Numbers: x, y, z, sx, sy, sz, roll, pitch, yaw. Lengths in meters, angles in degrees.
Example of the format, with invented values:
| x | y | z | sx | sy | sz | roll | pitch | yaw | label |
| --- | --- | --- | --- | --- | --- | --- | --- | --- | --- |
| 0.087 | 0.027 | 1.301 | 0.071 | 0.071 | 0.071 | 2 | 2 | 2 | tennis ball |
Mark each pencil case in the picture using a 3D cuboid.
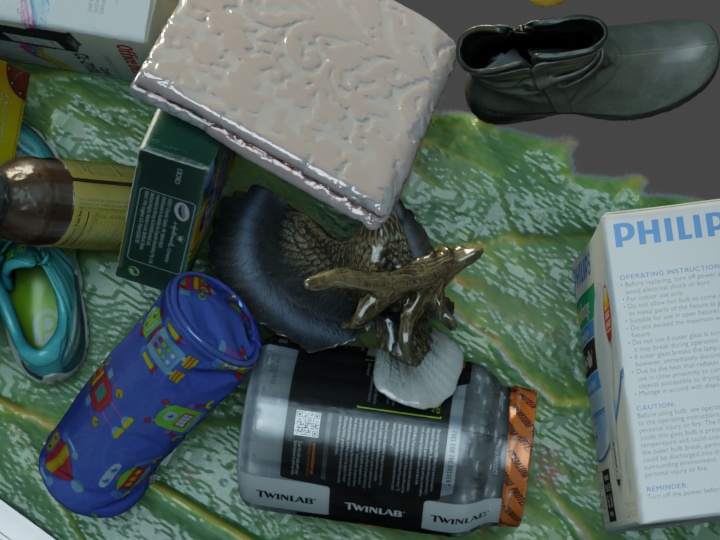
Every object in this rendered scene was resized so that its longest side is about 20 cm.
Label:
| x | y | z | sx | sy | sz | roll | pitch | yaw | label |
| --- | --- | --- | --- | --- | --- | --- | --- | --- | --- |
| -0.143 | 0.090 | 1.358 | 0.086 | 0.200 | 0.078 | 19 | 38 | -31 | pencil case |

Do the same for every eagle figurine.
| x | y | z | sx | sy | sz | roll | pitch | yaw | label |
| --- | --- | --- | --- | --- | --- | --- | --- | --- | --- |
| 0.003 | -0.007 | 1.357 | 0.151 | 0.200 | 0.152 | 35 | 81 | -25 | eagle figurine |

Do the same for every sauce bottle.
| x | y | z | sx | sy | sz | roll | pitch | yaw | label |
| --- | --- | --- | --- | --- | --- | --- | --- | --- | --- |
| -0.213 | -0.048 | 1.377 | 0.064 | 0.199 | 0.065 | -5 | 83 | 43 | sauce bottle |

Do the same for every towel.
| x | y | z | sx | sy | sz | roll | pitch | yaw | label |
| --- | --- | --- | --- | --- | --- | --- | --- | --- | --- |
| -0.039 | -0.135 | 1.322 | 0.190 | 0.032 | 0.201 | 28 | 45 | -5 | towel |

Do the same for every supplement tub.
| x | y | z | sx | sy | sz | roll | pitch | yaw | label |
| --- | --- | --- | --- | --- | --- | --- | --- | --- | --- |
| 0.019 | 0.117 | 1.374 | 0.198 | 0.123 | 0.124 | 8 | 82 | 4 | supplement tub |

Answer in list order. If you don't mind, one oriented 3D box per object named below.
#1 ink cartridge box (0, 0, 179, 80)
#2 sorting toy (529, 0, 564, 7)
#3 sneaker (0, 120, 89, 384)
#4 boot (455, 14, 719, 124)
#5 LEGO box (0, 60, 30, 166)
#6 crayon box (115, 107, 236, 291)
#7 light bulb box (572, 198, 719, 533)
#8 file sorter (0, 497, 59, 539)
| x | y | z | sx | sy | sz | roll | pitch | yaw | label |
| --- | --- | --- | --- | --- | --- | --- | --- | --- | --- |
| -0.231 | -0.200 | 1.419 | 0.198 | 0.146 | 0.084 | 10 | 83 | 4 | ink cartridge box |
| 0.117 | -0.286 | 1.401 | 0.199 | 0.180 | 0.107 | 37 | 84 | 7 | sorting toy |
| -0.238 | -0.019 | 1.426 | 0.077 | 0.080 | 0.202 | -16 | 81 | 0 | sneaker |
| 0.166 | -0.149 | 1.404 | 0.198 | 0.131 | 0.068 | -10 | 81 | 1 | boot |
| -0.326 | -0.055 | 1.403 | 0.148 | 0.077 | 0.202 | 2 | 80 | 38 | LEGO box |
| -0.110 | -0.099 | 1.367 | 0.051 | 0.126 | 0.201 | 17 | 47 | -1 | crayon box |
| 0.223 | 0.069 | 1.336 | 0.123 | 0.198 | 0.202 | -6 | 80 | -1 | light bulb box |
| -0.309 | 0.246 | 1.367 | 0.138 | 0.125 | 0.201 | 34 | 84 | 6 | file sorter |
